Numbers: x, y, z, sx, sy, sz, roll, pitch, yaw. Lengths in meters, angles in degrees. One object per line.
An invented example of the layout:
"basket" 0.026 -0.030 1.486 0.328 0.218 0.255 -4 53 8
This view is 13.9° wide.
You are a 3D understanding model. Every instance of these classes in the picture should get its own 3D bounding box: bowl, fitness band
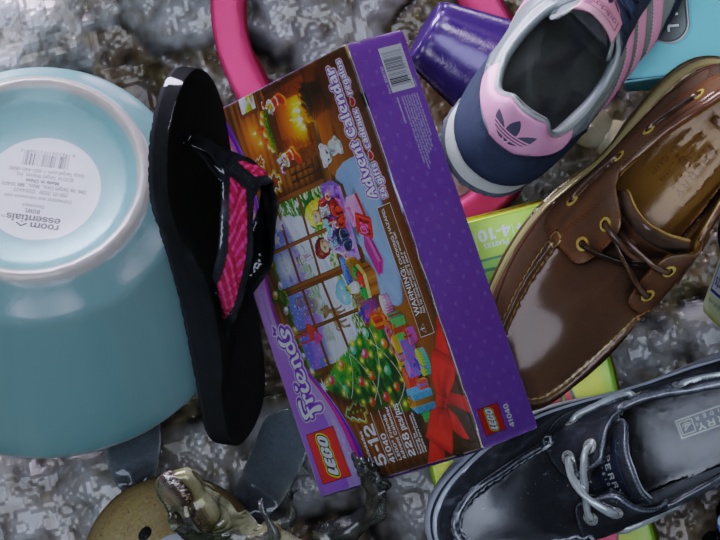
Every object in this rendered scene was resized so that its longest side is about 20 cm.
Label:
"bowl" -0.157 -0.021 1.451 0.200 0.105 0.202 0 60 0
"fitness band" 0.009 -0.106 1.509 0.143 0.037 0.200 -30 84 2

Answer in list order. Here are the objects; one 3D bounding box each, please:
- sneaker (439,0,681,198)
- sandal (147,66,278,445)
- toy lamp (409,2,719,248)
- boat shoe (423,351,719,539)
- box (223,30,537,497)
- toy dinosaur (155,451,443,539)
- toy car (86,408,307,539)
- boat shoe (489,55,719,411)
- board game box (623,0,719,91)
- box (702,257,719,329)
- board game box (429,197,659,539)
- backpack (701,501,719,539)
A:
"sneaker" 0.115 -0.123 1.398 0.070 0.082 0.200 34 69 -5
"sandal" -0.060 -0.008 1.417 0.045 0.075 0.201 2 119 23
"toy lamp" 0.116 -0.068 1.459 0.200 0.058 0.058 31 91 -7
"boat shoe" 0.122 0.094 1.408 0.199 0.068 0.072 -20 92 6
"box" 0.000 0.000 1.426 0.039 0.137 0.201 -17 87 -37
"toy dinosaur" -0.004 0.146 1.402 0.200 0.047 0.088 43 99 1
"toy car" -0.093 0.154 1.458 0.164 0.158 0.201 15 77 -4
"boat shoe" 0.125 -0.018 1.402 0.072 0.068 0.200 38 90 -8
"board game box" 0.225 -0.175 1.477 0.199 0.047 0.152 -5 87 7
"box" 0.285 -0.036 1.400 0.175 0.097 0.201 19 99 -9
"board game box" 0.081 0.070 1.468 0.101 0.048 0.201 -14 93 6
"backpack" 0.249 0.155 1.378 0.134 0.200 0.183 -38 82 4
